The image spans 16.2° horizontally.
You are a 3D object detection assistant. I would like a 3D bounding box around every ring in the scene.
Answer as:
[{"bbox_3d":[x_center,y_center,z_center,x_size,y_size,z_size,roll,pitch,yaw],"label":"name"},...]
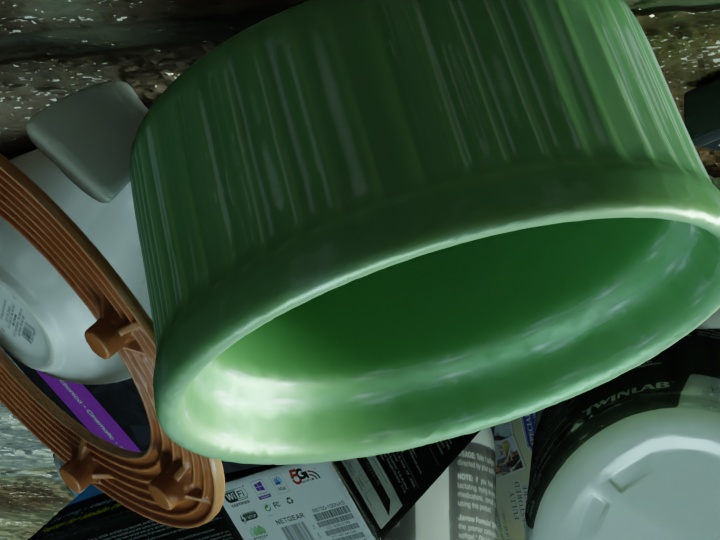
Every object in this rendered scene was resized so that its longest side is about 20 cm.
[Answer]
[{"bbox_3d":[-0.126,0.022,0.940,0.019,0.200,0.200,-41,-178,-24],"label":"ring"}]

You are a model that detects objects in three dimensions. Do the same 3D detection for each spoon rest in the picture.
[{"bbox_3d":[-0.106,-0.016,0.959,0.061,0.099,0.200,-44,175,-26],"label":"spoon rest"}]

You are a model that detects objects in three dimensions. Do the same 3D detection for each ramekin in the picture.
[{"bbox_3d":[0.019,-0.018,0.840,0.200,0.098,0.200,-15,160,-6],"label":"ramekin"}]

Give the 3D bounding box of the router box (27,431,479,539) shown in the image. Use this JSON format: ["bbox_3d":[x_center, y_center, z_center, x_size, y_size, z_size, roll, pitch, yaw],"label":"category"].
[{"bbox_3d":[-0.039,0.087,1.157,0.200,0.051,0.149,-21,-166,39],"label":"router box"}]

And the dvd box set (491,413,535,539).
[{"bbox_3d":[0.088,0.110,1.329,0.200,0.146,0.029,-13,178,38],"label":"dvd box set"}]

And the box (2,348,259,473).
[{"bbox_3d":[-0.069,0.019,1.031,0.200,0.036,0.143,-14,122,46],"label":"box"}]

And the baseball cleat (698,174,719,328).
[{"bbox_3d":[0.078,-0.002,1.030,0.200,0.070,0.106,11,147,-5],"label":"baseball cleat"}]

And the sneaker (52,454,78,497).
[{"bbox_3d":[-0.104,0.084,1.403,0.200,0.075,0.087,-10,140,37],"label":"sneaker"}]

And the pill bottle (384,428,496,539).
[{"bbox_3d":[0.014,0.126,1.275,0.111,0.200,0.111,0,166,0],"label":"pill bottle"}]

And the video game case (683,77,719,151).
[{"bbox_3d":[0.250,-0.063,0.907,0.200,0.026,0.181,9,163,-31],"label":"video game case"}]

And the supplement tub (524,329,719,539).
[{"bbox_3d":[0.132,0.078,1.062,0.122,0.123,0.200,-3,-164,8],"label":"supplement tub"}]
